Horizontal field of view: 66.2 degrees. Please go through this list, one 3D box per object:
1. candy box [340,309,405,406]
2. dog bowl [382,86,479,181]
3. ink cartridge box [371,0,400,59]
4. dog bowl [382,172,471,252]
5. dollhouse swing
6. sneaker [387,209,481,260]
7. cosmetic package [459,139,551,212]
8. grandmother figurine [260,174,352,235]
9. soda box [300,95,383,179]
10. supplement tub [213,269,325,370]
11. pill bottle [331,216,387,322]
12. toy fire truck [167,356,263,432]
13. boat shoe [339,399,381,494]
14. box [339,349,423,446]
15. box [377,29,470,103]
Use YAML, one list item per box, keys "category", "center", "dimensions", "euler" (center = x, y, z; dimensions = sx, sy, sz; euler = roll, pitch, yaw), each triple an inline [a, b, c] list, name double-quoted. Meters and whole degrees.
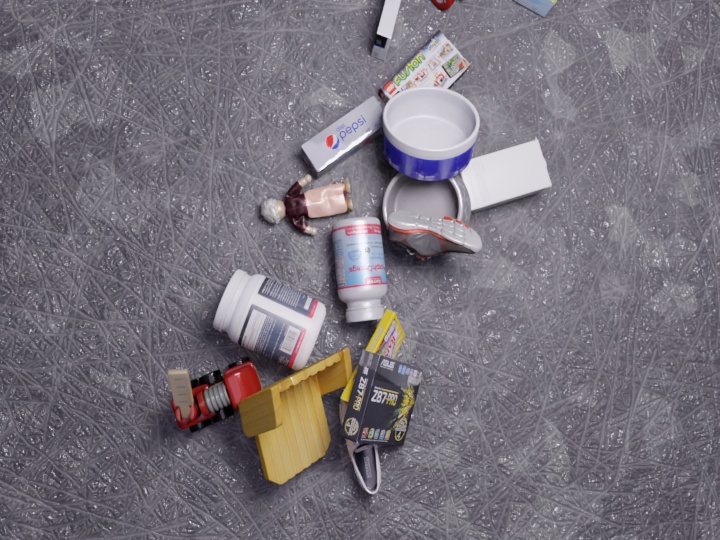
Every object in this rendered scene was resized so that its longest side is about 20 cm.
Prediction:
- category: "candy box"
  center: [0.029, 0.191, 1.117]
  dimensions: [0.026, 0.103, 0.204]
  euler: [18, 65, 27]
- category: "dog bowl"
  center: [0.140, -0.280, 1.124]
  dimensions: [0.192, 0.080, 0.205]
  euler: [0, 52, -1]
- category: "ink cartridge box"
  center: [0.069, -0.583, 1.215]
  dimensions: [0.038, 0.099, 0.207]
  euler: [16, 82, -4]
- category: "dog bowl"
  center: [0.133, -0.131, 1.163]
  dimensions: [0.193, 0.058, 0.209]
  euler: [1, 94, 17]
- category: "dollhouse swing"
  center: [-0.100, 0.283, 1.045]
  dimensions: [0.197, 0.180, 0.181]
  euler: [-18, 82, -45]
- category: "sneaker"
  center: [0.146, -0.060, 1.109]
  dimensions: [0.194, 0.077, 0.084]
  euler: [17, 125, 16]
- category: "cosmetic package"
  center: [0.305, -0.202, 1.216]
  dimensions: [0.193, 0.085, 0.112]
  euler: [-15, 87, -9]
- category: "grandmother figurine"
  center: [-0.115, -0.136, 1.173]
  dimensions: [0.192, 0.061, 0.126]
  euler: [-9, 87, -5]
- category: "soda box"
  center: [-0.033, -0.286, 1.192]
  dimensions: [0.198, 0.063, 0.069]
  euler: [-37, 89, -9]
- category: "supplement tub"
  center: [-0.178, 0.096, 1.098]
  dimensions: [0.195, 0.140, 0.144]
  euler: [24, 82, -4]
- category: "pill bottle"
  center: [0.000, 0.000, 1.146]
  dimensions: [0.105, 0.109, 0.208]
  euler: [-6, 86, -7]
- category: "toy fire truck"
  center: [-0.281, 0.227, 1.043]
  dimensions: [0.171, 0.200, 0.133]
  euler: [-20, 87, -8]
- category: "boat shoe"
  center: [0.006, 0.352, 1.135]
  dimensions: [0.071, 0.065, 0.207]
  euler: [-18, 87, -8]
- category: "box"
  center: [0.047, 0.257, 1.094]
  dimensions: [0.048, 0.199, 0.167]
  euler: [9, 78, 34]
- category: "box"
  center: [0.144, -0.430, 1.242]
  dimensions: [0.110, 0.035, 0.200]
  euler: [45, 81, -1]
